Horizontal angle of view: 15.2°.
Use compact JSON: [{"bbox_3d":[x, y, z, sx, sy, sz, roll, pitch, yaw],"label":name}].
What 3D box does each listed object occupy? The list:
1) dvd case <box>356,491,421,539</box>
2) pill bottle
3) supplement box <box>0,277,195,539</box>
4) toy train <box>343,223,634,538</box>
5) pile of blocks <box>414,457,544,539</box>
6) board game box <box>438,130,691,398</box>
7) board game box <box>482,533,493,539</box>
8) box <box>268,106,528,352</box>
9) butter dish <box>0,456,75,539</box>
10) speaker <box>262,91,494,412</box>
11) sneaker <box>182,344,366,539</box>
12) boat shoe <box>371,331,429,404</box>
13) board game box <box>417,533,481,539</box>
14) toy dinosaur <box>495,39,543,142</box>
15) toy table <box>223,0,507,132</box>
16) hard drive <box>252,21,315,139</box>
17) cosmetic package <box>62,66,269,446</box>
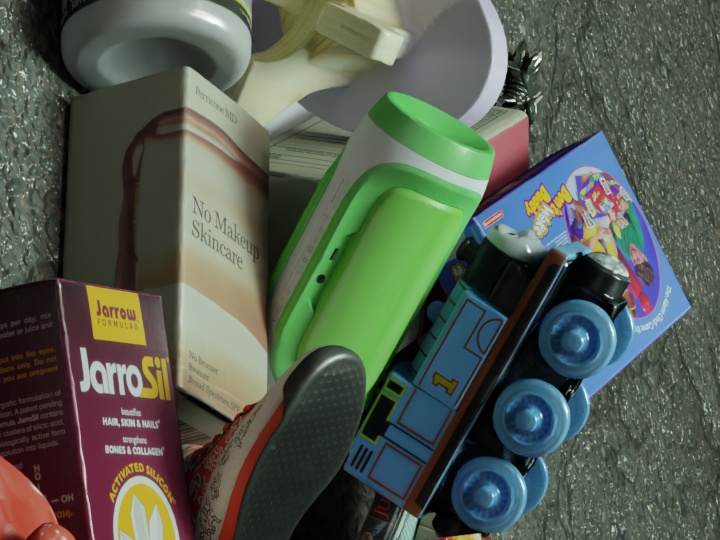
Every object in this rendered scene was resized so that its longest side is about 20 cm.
[{"bbox_3d":[0.034,0.128,1.726,0.146,0.022,0.201,78,33,-74],"label":"dvd case"},{"bbox_3d":[-0.121,-0.209,1.605,0.112,0.112,0.201,38,45,-54],"label":"pill bottle"},{"bbox_3d":[-0.152,0.113,1.414,0.110,0.085,0.202,11,69,-63],"label":"supplement box"},{"bbox_3d":[0.079,0.065,1.595,0.201,0.114,0.087,-61,168,13],"label":"toy train"},{"bbox_3d":[0.099,0.099,1.784,0.082,0.062,0.201,6,105,-81],"label":"pile of blocks"},{"bbox_3d":[0.128,0.004,1.721,0.200,0.045,0.135,-33,96,-56],"label":"board game box"},{"bbox_3d":[0.090,0.265,1.626,0.103,0.019,0.201,75,5,-61],"label":"board game box"},{"bbox_3d":[0.012,-0.035,1.738,0.200,0.127,0.110,-32,127,-56],"label":"box"},{"bbox_3d":[-0.193,0.148,1.236,0.200,0.147,0.201,44,41,-51],"label":"butter dish"},{"bbox_3d":[0.000,0.000,1.582,0.201,0.088,0.088,-61,159,14],"label":"speaker"},{"bbox_3d":[-0.075,0.108,1.474,0.067,0.108,0.202,3,118,-44],"label":"sneaker"},{"bbox_3d":[0.037,0.100,1.853,0.075,0.061,0.201,-92,168,-60],"label":"boat shoe"},{"bbox_3d":[0.007,0.261,1.586,0.046,0.151,0.202,3,80,-59],"label":"board game box"},{"bbox_3d":[0.056,-0.113,1.997,0.135,0.102,0.202,-18,110,-43],"label":"toy dinosaur"},{"bbox_3d":[-0.018,-0.159,1.670,0.117,0.199,0.185,14,91,-54],"label":"toy table"},{"bbox_3d":[-0.075,-0.104,1.757,0.200,0.025,0.133,13,67,-63],"label":"hard drive"},{"bbox_3d":[-0.111,-0.001,1.555,0.103,0.087,0.201,35,48,-53],"label":"cosmetic package"}]
